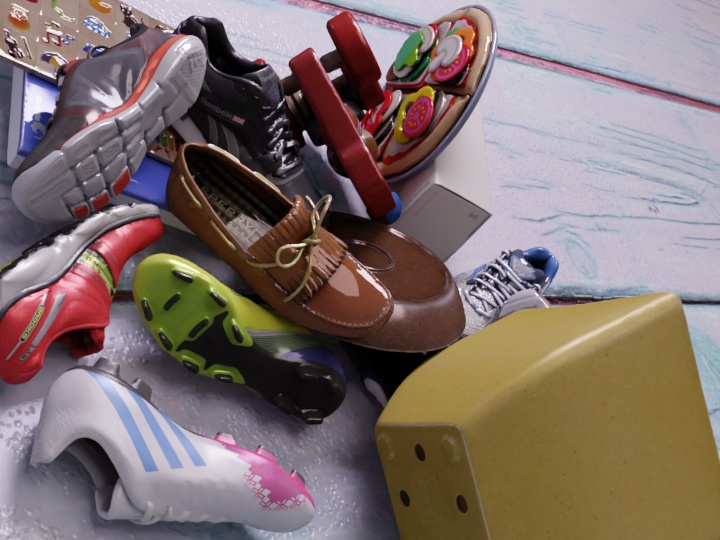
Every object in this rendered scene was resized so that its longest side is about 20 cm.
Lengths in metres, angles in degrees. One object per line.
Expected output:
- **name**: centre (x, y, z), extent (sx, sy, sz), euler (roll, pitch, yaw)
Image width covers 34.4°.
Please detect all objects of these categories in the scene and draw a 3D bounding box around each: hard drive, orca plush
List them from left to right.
- **hard drive**: centre (-0.182, -0.103, 0.932), extent (0.199, 0.025, 0.133), euler (21, 43, -34)
- **orca plush**: centre (0.049, 0.077, 0.990), extent (0.105, 0.071, 0.201), euler (-11, 64, -51)

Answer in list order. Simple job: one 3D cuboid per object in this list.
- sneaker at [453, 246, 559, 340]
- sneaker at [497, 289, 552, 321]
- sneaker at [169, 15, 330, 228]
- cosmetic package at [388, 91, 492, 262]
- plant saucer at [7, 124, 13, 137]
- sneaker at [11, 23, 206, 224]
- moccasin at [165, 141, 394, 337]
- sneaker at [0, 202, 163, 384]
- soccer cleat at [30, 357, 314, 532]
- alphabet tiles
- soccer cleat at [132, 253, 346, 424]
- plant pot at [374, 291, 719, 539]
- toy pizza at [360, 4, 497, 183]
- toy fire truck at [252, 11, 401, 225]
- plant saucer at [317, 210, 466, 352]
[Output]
- **sneaker**: centre (0.128, 0.016, 1.122), extent (0.077, 0.085, 0.199), euler (52, 36, 8)
- **sneaker**: centre (0.180, 0.115, 1.077), extent (0.077, 0.078, 0.202), euler (-16, 89, -60)
- **sneaker**: centre (-0.088, -0.115, 0.934), extent (0.200, 0.087, 0.076), euler (46, 34, -4)
- **cosmetic package**: centre (0.069, -0.107, 1.165), extent (0.073, 0.104, 0.201), euler (28, 38, -23)
- **plant saucer**: centre (-0.205, -0.115, 0.957), extent (0.070, 0.019, 0.200), euler (48, 35, 0)
- **sneaker**: centre (-0.197, -0.113, 0.854), extent (0.081, 0.078, 0.200), euler (27, 51, 15)
- **moccasin**: centre (-0.058, -0.025, 0.867), extent (0.201, 0.078, 0.074), euler (43, 63, 10)
- **sneaker**: centre (-0.198, 0.016, 0.808), extent (0.086, 0.076, 0.200), euler (63, 34, -12)
- **soccer cleat**: centre (-0.124, 0.140, 0.762), extent (0.199, 0.070, 0.087), euler (32, 53, -16)
- **alphabet tiles**: centre (-0.201, -0.167, 0.944), extent (0.199, 0.008, 0.169), euler (22, 43, -33)
- **soccer cleat**: centre (-0.093, 0.047, 0.872), extent (0.199, 0.065, 0.084), euler (36, 12, -30)
- **plant pot**: centre (0.128, 0.142, 0.876), extent (0.198, 0.195, 0.197), euler (-16, 93, -33)
- **toy pizza**: centre (0.057, -0.177, 1.133), extent (0.032, 0.200, 0.202), euler (30, 38, -26)
- **toy fire truck**: centre (-0.017, -0.119, 1.041), extent (0.169, 0.111, 0.200), euler (63, 1, 7)
- **plant saucer**: centre (0.000, 0.000, 0.974), extent (0.198, 0.035, 0.201), euler (17, 25, -8)
